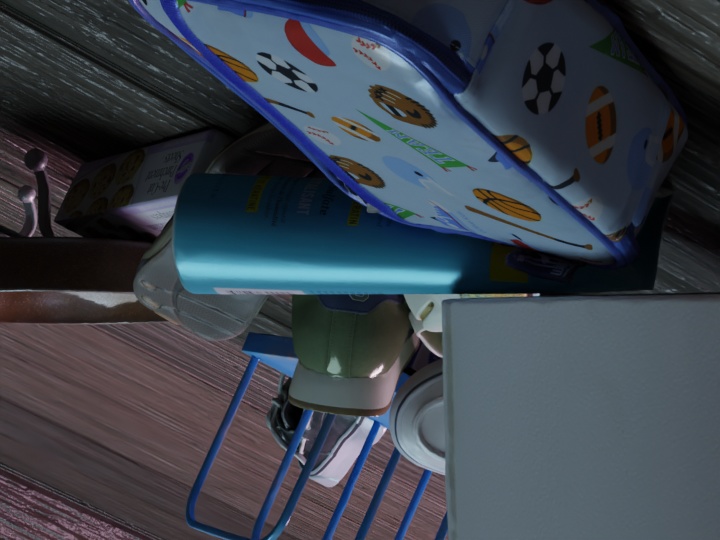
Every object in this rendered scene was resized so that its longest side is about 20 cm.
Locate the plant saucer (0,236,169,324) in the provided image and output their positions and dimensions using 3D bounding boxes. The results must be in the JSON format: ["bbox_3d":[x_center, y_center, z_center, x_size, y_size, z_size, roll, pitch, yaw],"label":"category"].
[{"bbox_3d":[-0.169,0.006,1.223,0.199,0.035,0.200,-1,174,0],"label":"plant saucer"}]

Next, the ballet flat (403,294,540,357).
[{"bbox_3d":[0.052,0.009,1.019,0.070,0.071,0.200,20,169,12],"label":"ballet flat"}]

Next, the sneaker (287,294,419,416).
[{"bbox_3d":[0.000,0.000,1.094,0.067,0.090,0.200,6,-164,1],"label":"sneaker"}]

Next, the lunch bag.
[{"bbox_3d":[0.017,-0.070,0.786,0.160,0.076,0.200,14,162,37],"label":"lunch bag"}]

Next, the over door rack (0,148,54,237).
[{"bbox_3d":[-0.259,-0.051,1.281,0.147,0.067,0.200,10,-179,37],"label":"over door rack"}]

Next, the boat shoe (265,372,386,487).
[{"bbox_3d":[-0.028,0.097,1.485,0.068,0.074,0.199,20,166,-7],"label":"boat shoe"}]

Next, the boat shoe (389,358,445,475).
[{"bbox_3d":[0.113,0.077,1.098,0.199,0.074,0.065,-3,-168,4],"label":"boat shoe"}]

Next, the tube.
[{"bbox_3d":[0.025,-0.013,0.899,0.199,0.078,0.051,1,125,15],"label":"tube"}]

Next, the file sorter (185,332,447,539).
[{"bbox_3d":[0.020,0.135,1.270,0.200,0.123,0.139,29,169,-25],"label":"file sorter"}]

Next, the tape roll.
[{"bbox_3d":[0.134,0.078,0.862,0.202,0.140,0.203,-2,180,0],"label":"tape roll"}]

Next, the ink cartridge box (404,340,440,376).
[{"bbox_3d":[0.096,0.081,1.292,0.200,0.044,0.094,28,167,-22],"label":"ink cartridge box"}]

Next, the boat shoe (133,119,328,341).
[{"bbox_3d":[-0.040,-0.040,0.998,0.074,0.073,0.200,34,142,-18],"label":"boat shoe"}]

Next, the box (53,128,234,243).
[{"bbox_3d":[-0.108,-0.041,1.169,0.039,0.042,0.200,28,166,-23],"label":"box"}]
